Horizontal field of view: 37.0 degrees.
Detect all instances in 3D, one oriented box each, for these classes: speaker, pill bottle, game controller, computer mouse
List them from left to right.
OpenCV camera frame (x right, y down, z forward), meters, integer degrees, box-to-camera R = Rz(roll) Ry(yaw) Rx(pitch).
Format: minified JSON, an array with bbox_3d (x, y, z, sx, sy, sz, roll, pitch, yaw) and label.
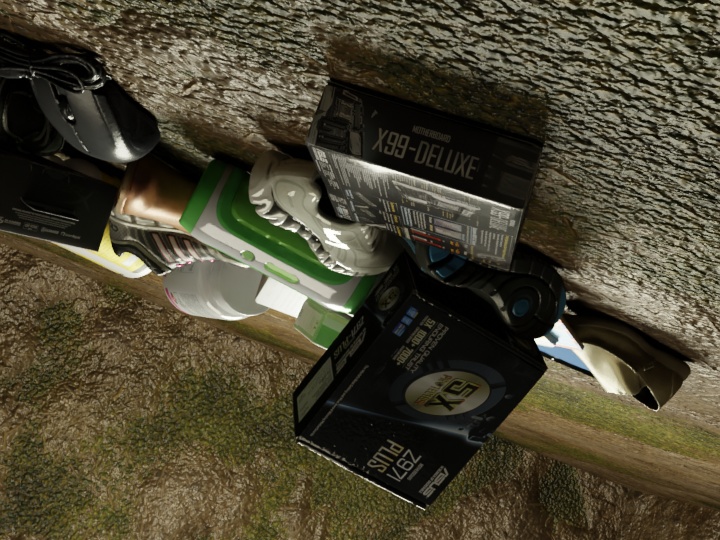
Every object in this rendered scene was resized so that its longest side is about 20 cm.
[{"bbox_3d":[-0.256,-0.143,0.980,0.138,0.053,0.200,15,169,21],"label":"computer mouse"},{"bbox_3d":[-0.338,-0.073,1.348,0.111,0.112,0.200,12,168,38],"label":"pill bottle"},{"bbox_3d":[-0.197,0.013,1.533,0.113,0.114,0.200,25,169,-28],"label":"pill bottle"},{"bbox_3d":[-0.079,-0.033,1.094,0.200,0.089,0.088,28,169,-10],"label":"speaker"},{"bbox_3d":[0.258,0.095,1.301,0.200,0.042,0.104,23,170,-19],"label":"game controller"}]

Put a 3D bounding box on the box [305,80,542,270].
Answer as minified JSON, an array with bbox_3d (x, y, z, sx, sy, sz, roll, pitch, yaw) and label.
[{"bbox_3d":[0.050,-0.064,0.819,0.157,0.050,0.200,18,170,9],"label":"box"}]

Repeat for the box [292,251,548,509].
[{"bbox_3d":[0.054,0.111,1.062,0.164,0.200,0.086,31,-161,-20],"label":"box"}]

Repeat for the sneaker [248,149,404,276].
[{"bbox_3d":[-0.013,-0.047,0.996,0.081,0.075,0.200,0,160,39],"label":"sneaker"}]

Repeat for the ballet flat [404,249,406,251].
[{"bbox_3d":[0.089,0.039,1.113,0.200,0.072,0.068,39,159,-17],"label":"ballet flat"}]

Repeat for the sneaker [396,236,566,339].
[{"bbox_3d":[0.119,-0.002,1.019,0.200,0.073,0.082,34,180,-35],"label":"sneaker"}]

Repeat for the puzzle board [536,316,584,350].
[{"bbox_3d":[0.128,0.031,1.165,0.200,0.017,0.151,10,150,45],"label":"puzzle board"}]

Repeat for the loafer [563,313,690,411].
[{"bbox_3d":[0.290,0.103,1.207,0.200,0.068,0.076,24,169,-24],"label":"loafer"}]

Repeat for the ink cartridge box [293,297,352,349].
[{"bbox_3d":[0.017,0.089,1.194,0.145,0.048,0.200,26,-179,-18],"label":"ink cartridge box"}]

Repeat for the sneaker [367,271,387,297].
[{"bbox_3d":[0.000,0.000,1.193,0.200,0.075,0.088,39,-179,-2],"label":"sneaker"}]

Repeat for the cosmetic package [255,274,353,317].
[{"bbox_3d":[-0.018,0.027,1.311,0.200,0.074,0.102,22,151,-8],"label":"cosmetic package"}]

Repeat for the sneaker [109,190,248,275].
[{"bbox_3d":[-0.215,-0.033,1.307,0.199,0.088,0.074,15,-147,-7],"label":"sneaker"}]

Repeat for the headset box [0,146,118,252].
[{"bbox_3d":[-0.359,-0.085,1.104,0.200,0.075,0.148,21,-176,43],"label":"headset box"}]

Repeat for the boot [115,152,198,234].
[{"bbox_3d":[-0.176,-0.065,1.169,0.155,0.077,0.200,20,172,3],"label":"boot"}]

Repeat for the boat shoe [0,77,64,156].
[{"bbox_3d":[-0.335,-0.154,1.072,0.071,0.072,0.200,13,-178,-6],"label":"boat shoe"}]
